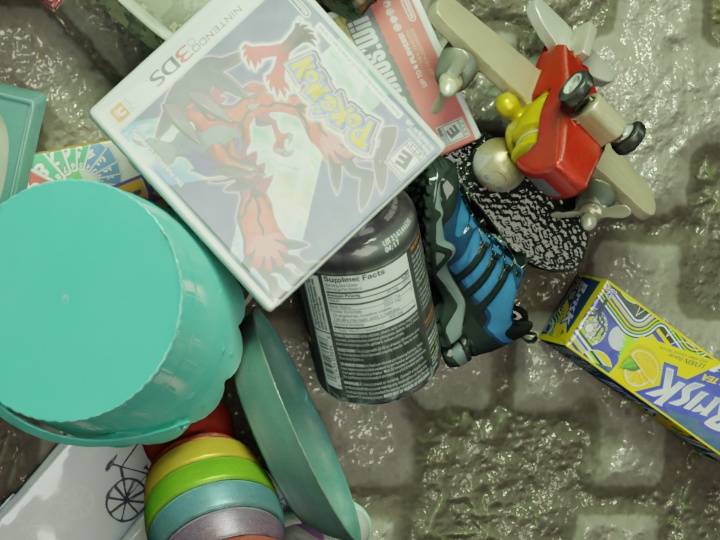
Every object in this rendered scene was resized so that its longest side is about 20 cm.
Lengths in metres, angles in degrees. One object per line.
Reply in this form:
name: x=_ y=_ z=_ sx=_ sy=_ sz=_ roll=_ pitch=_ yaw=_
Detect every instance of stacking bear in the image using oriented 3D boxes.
stacking bear: x=-0.117 y=0.174 z=1.684 sx=0.121 sy=0.200 sz=0.114 roll=-28 pitch=139 yaw=7

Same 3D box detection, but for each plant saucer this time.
plant saucer: x=-0.297 y=-0.046 z=1.688 sx=0.070 sy=0.019 sz=0.201 roll=13 pitch=99 yaw=-2
plant saucer: x=-0.056 y=0.127 z=1.712 sx=0.036 sy=0.200 sz=0.201 roll=-24 pitch=103 yaw=3

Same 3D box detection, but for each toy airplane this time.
toy airplane: x=0.144 y=-0.124 z=1.754 sx=0.141 sy=0.199 sz=0.200 roll=-42 pitch=68 yaw=19

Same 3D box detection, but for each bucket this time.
bucket: x=-0.197 y=0.031 z=1.617 sx=0.206 sy=0.135 sz=0.208 roll=-2 pitch=81 yaw=13

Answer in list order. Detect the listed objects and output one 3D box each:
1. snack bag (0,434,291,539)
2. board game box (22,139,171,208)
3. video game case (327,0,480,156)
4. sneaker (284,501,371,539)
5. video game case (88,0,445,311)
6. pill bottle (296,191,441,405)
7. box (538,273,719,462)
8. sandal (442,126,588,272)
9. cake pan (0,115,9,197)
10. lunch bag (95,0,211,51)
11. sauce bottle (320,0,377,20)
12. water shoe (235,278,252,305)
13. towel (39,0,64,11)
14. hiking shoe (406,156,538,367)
snack bag: x=-0.174 y=0.198 z=1.768 sx=0.200 sy=0.021 sz=0.189 roll=43 pitch=83 yaw=-16
board game box: x=-0.190 y=-0.057 z=1.736 sx=0.199 sy=0.030 sz=0.096 roll=-12 pitch=99 yaw=-18
video game case: x=-0.018 y=-0.133 z=1.761 sx=0.199 sy=0.017 sz=0.143 roll=-24 pitch=89 yaw=-17
sneaker: x=-0.054 y=0.263 z=1.733 sx=0.200 sy=0.140 sz=0.078 roll=-32 pitch=115 yaw=-17
video game case: x=-0.068 y=-0.103 z=1.615 sx=0.182 sy=0.023 sz=0.200 roll=-43 pitch=94 yaw=-6
pill bottle: x=0.000 y=0.000 z=1.719 sx=0.106 sy=0.106 sz=0.201 roll=-22 pitch=128 yaw=-14
box: x=0.255 y=0.086 z=1.867 sx=0.200 sy=0.064 sz=0.070 roll=35 pitch=85 yaw=-18
sandal: x=0.108 y=-0.075 z=1.819 sx=0.200 sy=0.048 sz=0.075 roll=39 pitch=82 yaw=-4
cake pan: x=-0.322 y=-0.047 z=1.611 sx=0.037 sy=0.200 sz=0.201 roll=26 pitch=88 yaw=-33
lunch bag: x=-0.148 y=-0.266 z=1.675 sx=0.200 sy=0.118 sz=0.164 roll=41 pitch=83 yaw=-7
sauce bottle: x=0.036 y=-0.293 z=1.759 sx=0.065 sy=0.065 sz=0.200 roll=42 pitch=75 yaw=-17
water shoe: x=-0.171 y=0.028 z=1.728 sx=0.199 sy=0.079 sz=0.072 roll=-11 pitch=93 yaw=10
towel: x=-0.246 y=-0.295 z=1.626 sx=0.200 sy=0.023 sz=0.144 roll=37 pitch=82 yaw=28
hiking shoe: x=0.089 y=-0.016 z=1.775 sx=0.086 sy=0.075 sz=0.201 roll=-16 pitch=129 yaw=-5
